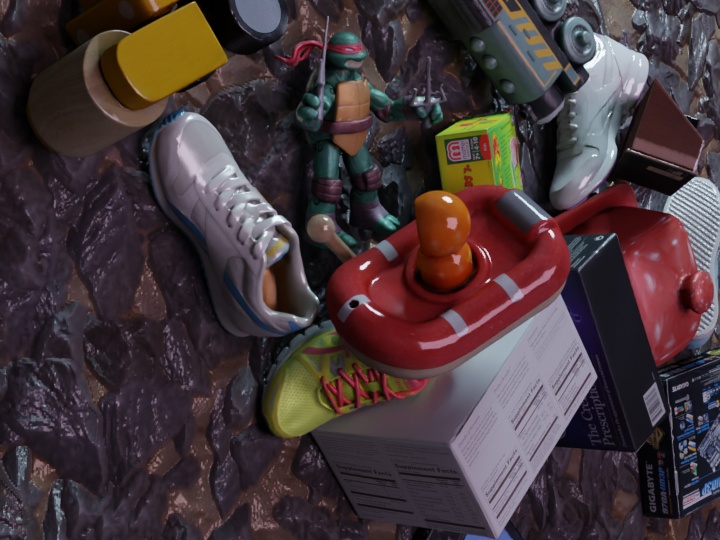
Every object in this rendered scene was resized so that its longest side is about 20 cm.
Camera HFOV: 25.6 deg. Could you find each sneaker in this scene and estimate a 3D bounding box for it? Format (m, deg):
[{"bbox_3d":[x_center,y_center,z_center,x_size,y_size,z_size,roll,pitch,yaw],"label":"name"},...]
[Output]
[{"bbox_3d":[0.370,-0.005,1.795,0.082,0.074,0.200,82,16,-66],"label":"sneaker"},{"bbox_3d":[0.008,0.079,1.313,0.200,0.090,0.078,-34,123,-11],"label":"sneaker"},{"bbox_3d":[0.223,-0.155,1.630,0.100,0.075,0.200,31,67,-19],"label":"sneaker"},{"bbox_3d":[-0.096,-0.038,1.241,0.077,0.081,0.200,-45,120,-37],"label":"sneaker"}]

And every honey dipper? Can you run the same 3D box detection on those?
[{"bbox_3d":[0.000,0.000,1.332,0.200,0.038,0.038,48,53,-62],"label":"honey dipper"}]

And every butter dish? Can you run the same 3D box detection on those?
[{"bbox_3d":[0.293,0.022,1.632,0.199,0.148,0.200,-27,109,-45],"label":"butter dish"}]

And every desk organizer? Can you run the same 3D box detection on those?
[{"bbox_3d":[0.305,-0.132,1.604,0.200,0.072,0.077,35,74,-85],"label":"desk organizer"}]

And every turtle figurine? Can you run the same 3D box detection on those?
[{"bbox_3d":[-0.005,-0.124,1.332,0.149,0.101,0.200,-12,116,-30],"label":"turtle figurine"}]

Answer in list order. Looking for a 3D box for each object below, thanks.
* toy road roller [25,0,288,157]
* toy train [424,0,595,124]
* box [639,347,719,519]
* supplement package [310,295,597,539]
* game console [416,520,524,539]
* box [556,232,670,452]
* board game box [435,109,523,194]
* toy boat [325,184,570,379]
[{"bbox_3d":[-0.166,-0.187,1.142,0.200,0.123,0.146,-41,104,-42],"label":"toy road roller"},{"bbox_3d":[0.143,-0.234,1.511,0.200,0.085,0.114,52,59,-25],"label":"toy train"},{"bbox_3d":[0.388,0.181,1.812,0.200,0.046,0.159,-13,99,-48],"label":"box"},{"bbox_3d":[0.083,0.116,1.384,0.200,0.156,0.111,-51,127,-36],"label":"supplement package"},{"bbox_3d":[0.142,0.308,1.476,0.200,0.119,0.172,55,52,-33],"label":"game console"},{"bbox_3d":[0.197,0.069,1.526,0.079,0.141,0.200,-39,117,-39],"label":"box"},{"bbox_3d":[0.111,-0.084,1.435,0.200,0.048,0.102,-42,124,-75],"label":"board game box"},{"bbox_3d":[0.064,-0.010,1.248,0.200,0.131,0.131,-33,141,-14],"label":"toy boat"}]
